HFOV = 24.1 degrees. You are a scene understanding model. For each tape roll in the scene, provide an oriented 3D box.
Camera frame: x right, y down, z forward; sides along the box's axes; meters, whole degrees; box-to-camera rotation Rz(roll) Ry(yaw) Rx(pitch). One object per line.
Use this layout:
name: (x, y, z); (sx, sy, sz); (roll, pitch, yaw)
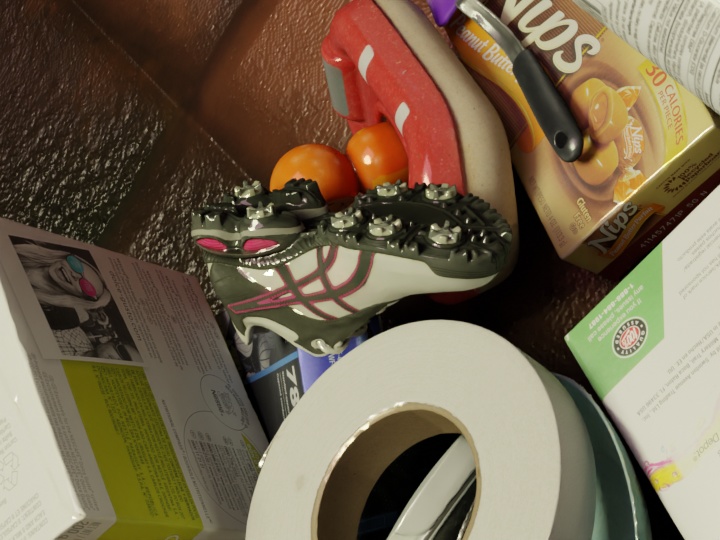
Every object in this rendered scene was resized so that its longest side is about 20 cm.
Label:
tape roll: (0.026, 0.123, 0.854); (0.202, 0.037, 0.204); (-23, 51, 32)

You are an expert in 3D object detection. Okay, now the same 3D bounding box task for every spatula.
spatula: (0.081, -0.132, 0.968); (0.057, 0.020, 0.200); (-57, 45, 32)

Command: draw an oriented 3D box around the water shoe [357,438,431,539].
water shoe: (0.014, 0.173, 0.984); (0.079, 0.071, 0.201); (24, 91, 18)

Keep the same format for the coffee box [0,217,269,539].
coffee box: (-0.187, 0.120, 0.985); (0.199, 0.197, 0.201); (-40, 59, 22)

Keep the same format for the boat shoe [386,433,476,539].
boat shoe: (0.030, 0.184, 0.915); (0.063, 0.071, 0.201); (28, 93, 7)

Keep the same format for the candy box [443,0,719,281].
candy box: (0.132, -0.109, 0.966); (0.115, 0.055, 0.201); (-42, 50, 26)

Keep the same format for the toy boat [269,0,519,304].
toy boat: (0.009, -0.062, 0.992); (0.130, 0.131, 0.200); (-23, 49, -9)

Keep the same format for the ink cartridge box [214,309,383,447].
ink cartridge box: (-0.041, 0.057, 1.015); (0.200, 0.039, 0.100); (149, 114, -62)

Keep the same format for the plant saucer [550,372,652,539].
plant saucer: (0.105, 0.154, 0.876); (0.201, 0.038, 0.202); (-174, 90, -69)

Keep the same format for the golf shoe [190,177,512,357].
golf shoe: (0.000, 0.000, 0.903); (0.199, 0.077, 0.089); (5, 114, 40)

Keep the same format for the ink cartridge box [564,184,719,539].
ink cartridge box: (0.210, 0.067, 0.803); (0.145, 0.087, 0.200); (-47, 46, 22)

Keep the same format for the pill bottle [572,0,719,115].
pill bottle: (0.201, -0.135, 0.844); (0.200, 0.113, 0.114); (43, 106, 26)
